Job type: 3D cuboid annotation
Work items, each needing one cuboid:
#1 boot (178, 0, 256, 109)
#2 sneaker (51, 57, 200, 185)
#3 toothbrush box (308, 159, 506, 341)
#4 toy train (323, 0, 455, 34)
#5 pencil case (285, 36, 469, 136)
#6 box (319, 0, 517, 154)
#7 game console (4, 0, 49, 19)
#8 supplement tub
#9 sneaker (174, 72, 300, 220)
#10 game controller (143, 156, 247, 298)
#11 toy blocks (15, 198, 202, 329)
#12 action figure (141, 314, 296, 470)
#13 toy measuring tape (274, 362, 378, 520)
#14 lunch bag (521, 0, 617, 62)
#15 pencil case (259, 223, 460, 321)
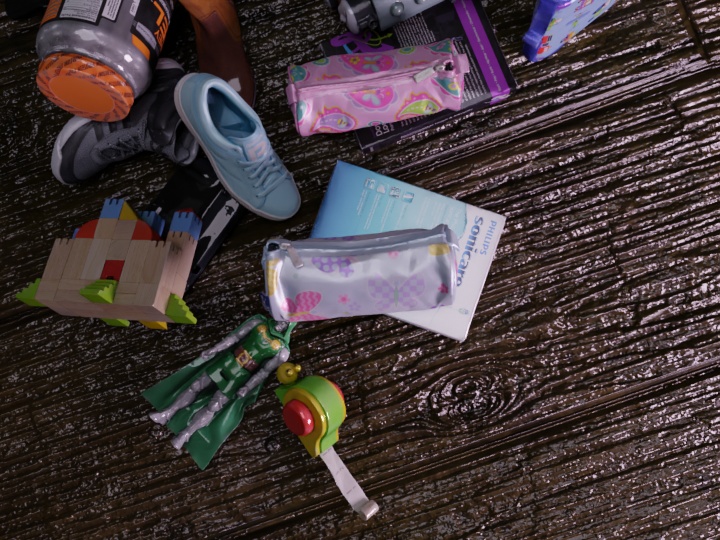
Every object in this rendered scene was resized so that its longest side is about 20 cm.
[{"bbox_3d":[-0.168,-0.277,0.768,0.068,0.200,0.189,-2,85,2],"label":"boot"},{"bbox_3d":[-0.265,-0.154,0.817,0.200,0.075,0.114,-43,69,-4],"label":"sneaker"},{"bbox_3d":[0.045,-0.020,0.791,0.199,0.085,0.147,18,87,6],"label":"toothbrush box"},{"bbox_3d":[0.054,-0.345,0.802,0.200,0.085,0.114,-26,55,-1],"label":"toy train"},{"bbox_3d":[0.019,-0.205,0.775,0.199,0.087,0.088,-8,85,5],"label":"pencil case"},{"bbox_3d":[0.068,-0.241,0.834,0.200,0.036,0.143,-21,83,0],"label":"box"},{"bbox_3d":[-0.353,-0.420,0.885,0.175,0.116,0.201,2,85,-26],"label":"game console"},{"bbox_3d":[-0.276,-0.274,0.762,0.122,0.123,0.201,8,70,4],"label":"supplement tub"},{"bbox_3d":[-0.129,-0.130,0.774,0.074,0.082,0.200,-48,119,-13],"label":"sneaker"},{"bbox_3d":[-0.222,-0.041,0.839,0.104,0.042,0.200,35,88,20],"label":"game controller"},{"bbox_3d":[-0.269,-0.017,0.786,0.199,0.100,0.137,2,66,16],"label":"toy blocks"},{"bbox_3d":[-0.151,0.119,0.811,0.200,0.055,0.118,-43,81,-5],"label":"action figure"},{"bbox_3d":[-0.031,0.186,0.784,0.073,0.074,0.200,-34,83,0],"label":"toy measuring tape"},{"bbox_3d":[0.253,-0.323,0.770,0.094,0.151,0.200,40,88,6],"label":"lunch bag"},{"bbox_3d":[0.000,0.000,0.707,0.199,0.083,0.091,-4,121,3],"label":"pencil case"}]
